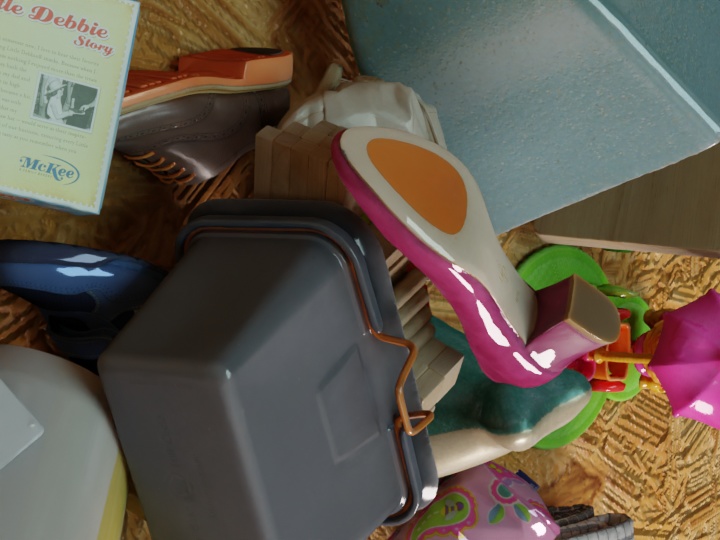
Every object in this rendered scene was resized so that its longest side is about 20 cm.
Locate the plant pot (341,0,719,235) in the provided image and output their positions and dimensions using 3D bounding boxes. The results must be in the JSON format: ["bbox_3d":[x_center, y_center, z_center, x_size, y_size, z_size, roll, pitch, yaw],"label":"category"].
[{"bbox_3d":[0.097,-0.175,1.290,0.200,0.196,0.196,42,42,-30],"label":"plant pot"}]

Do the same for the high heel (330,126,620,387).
[{"bbox_3d":[0.042,-0.003,1.124,0.200,0.096,0.067,31,51,-28],"label":"high heel"}]

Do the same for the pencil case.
[{"bbox_3d":[0.036,0.201,1.317,0.200,0.087,0.087,-47,130,0],"label":"pencil case"}]

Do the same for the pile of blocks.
[{"bbox_3d":[0.000,0.000,1.160,0.062,0.082,0.200,-42,122,-44],"label":"pile of blocks"}]

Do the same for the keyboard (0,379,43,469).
[{"bbox_3d":[-0.241,0.021,1.027,0.200,0.011,0.056,48,53,0],"label":"keyboard"}]

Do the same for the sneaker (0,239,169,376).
[{"bbox_3d":[-0.133,0.039,1.177,0.200,0.074,0.082,30,74,-43],"label":"sneaker"}]

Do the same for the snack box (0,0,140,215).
[{"bbox_3d":[-0.217,-0.105,1.054,0.200,0.037,0.116,14,84,-28],"label":"snack box"}]

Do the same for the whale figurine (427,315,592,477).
[{"bbox_3d":[0.043,0.071,1.276,0.159,0.200,0.104,-27,102,-39],"label":"whale figurine"}]

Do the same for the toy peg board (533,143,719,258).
[{"bbox_3d":[0.247,-0.097,1.482,0.098,0.199,0.200,38,60,-62],"label":"toy peg board"}]

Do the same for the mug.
[{"bbox_3d":[-0.184,0.133,1.101,0.187,0.149,0.153,63,39,-59],"label":"mug"}]

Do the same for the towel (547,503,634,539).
[{"bbox_3d":[0.110,0.258,1.455,0.200,0.086,0.166,-7,101,-48],"label":"towel"}]

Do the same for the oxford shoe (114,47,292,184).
[{"bbox_3d":[-0.110,-0.080,1.191,0.200,0.071,0.073,-16,111,-45],"label":"oxford shoe"}]

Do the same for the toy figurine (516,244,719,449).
[{"bbox_3d":[0.223,0.063,1.477,0.200,0.184,0.150,4,91,-47],"label":"toy figurine"}]

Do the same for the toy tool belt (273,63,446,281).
[{"bbox_3d":[-0.007,-0.019,1.240,0.125,0.123,0.200,-2,101,-9],"label":"toy tool belt"}]

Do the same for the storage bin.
[{"bbox_3d":[-0.047,0.082,1.106,0.134,0.146,0.200,-49,133,-48],"label":"storage bin"}]
